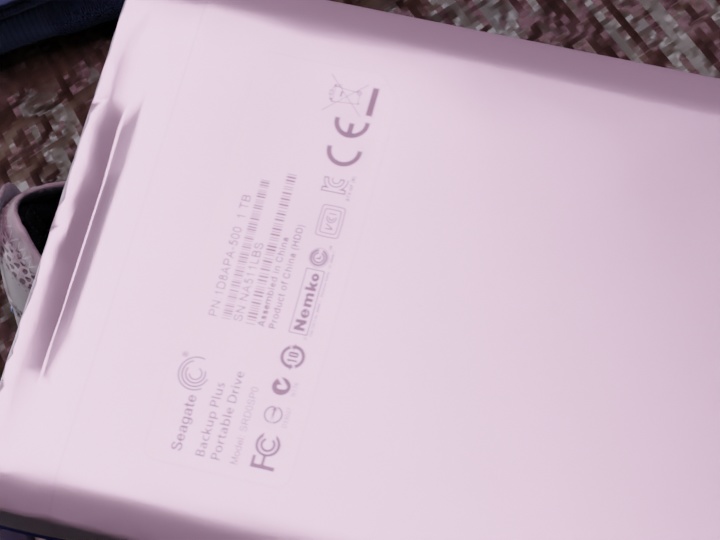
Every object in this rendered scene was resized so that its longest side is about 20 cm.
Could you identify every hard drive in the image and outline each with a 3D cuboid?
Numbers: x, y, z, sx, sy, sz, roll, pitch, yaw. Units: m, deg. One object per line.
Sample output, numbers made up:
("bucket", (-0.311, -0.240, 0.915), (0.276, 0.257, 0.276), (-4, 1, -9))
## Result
("hard drive", (0.029, 0.013, 0.621), (0.199, 0.025, 0.132), (12, 70, 11))

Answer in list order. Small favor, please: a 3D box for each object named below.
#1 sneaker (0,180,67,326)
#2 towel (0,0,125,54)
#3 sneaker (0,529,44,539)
("sneaker", (0.000, 0.000, 0.677), (0.199, 0.082, 0.075), (-11, 47, 21))
("towel", (-0.117, -0.111, 0.866), (0.199, 0.049, 0.112), (-19, 44, 14))
("sneaker", (-0.127, 0.119, 0.639), (0.077, 0.086, 0.201), (0, 53, 28))
